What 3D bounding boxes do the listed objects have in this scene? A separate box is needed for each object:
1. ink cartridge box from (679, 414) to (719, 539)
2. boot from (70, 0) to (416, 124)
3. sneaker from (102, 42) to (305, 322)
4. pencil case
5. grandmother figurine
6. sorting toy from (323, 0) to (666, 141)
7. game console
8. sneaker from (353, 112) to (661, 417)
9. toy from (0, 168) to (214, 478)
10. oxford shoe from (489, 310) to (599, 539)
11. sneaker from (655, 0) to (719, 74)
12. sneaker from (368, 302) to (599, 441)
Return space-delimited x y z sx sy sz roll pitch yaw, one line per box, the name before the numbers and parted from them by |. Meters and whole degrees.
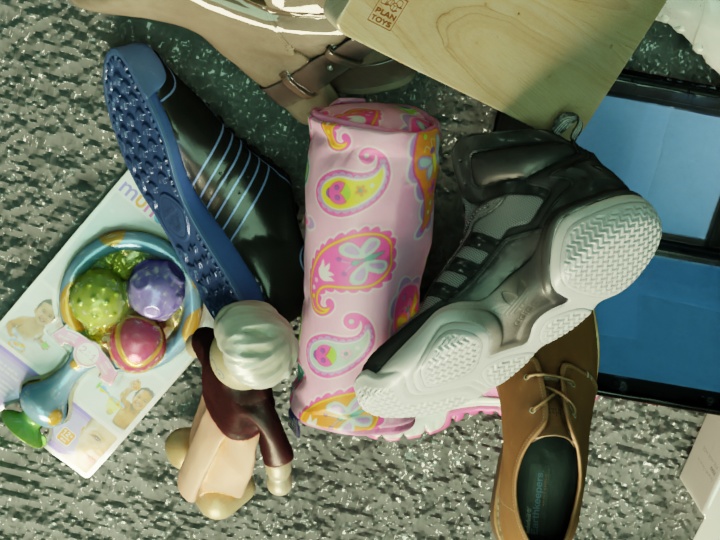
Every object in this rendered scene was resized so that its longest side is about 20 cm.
ink cartridge box | 0.295 0.119 1.065 0.115 0.068 0.202 19 104 -9
boot | -0.068 -0.147 0.953 0.198 0.071 0.147 -4 141 34
sneaker | -0.090 -0.058 0.991 0.077 0.070 0.202 -30 98 -31
pencil case | 0.000 0.000 0.949 0.086 0.088 0.203 4 107 -5
grandmother figurine | -0.078 0.085 0.971 0.060 0.201 0.121 -34 69 -29
sorting toy | 0.091 -0.198 0.869 0.199 0.070 0.200 19 110 -41
game console | 0.175 -0.023 0.982 0.197 0.119 0.174 10 117 -7
sneaker | 0.068 -0.005 0.904 0.199 0.115 0.075 -36 146 12
toy | -0.160 0.038 1.022 0.115 0.047 0.200 40 102 -15
oxford shoe | 0.112 0.072 0.927 0.070 0.071 0.203 0 85 -4
sneaker | 0.191 -0.175 0.967 0.088 0.075 0.201 -29 96 12
sneaker | 0.084 0.047 1.022 0.197 0.081 0.089 -11 110 0
